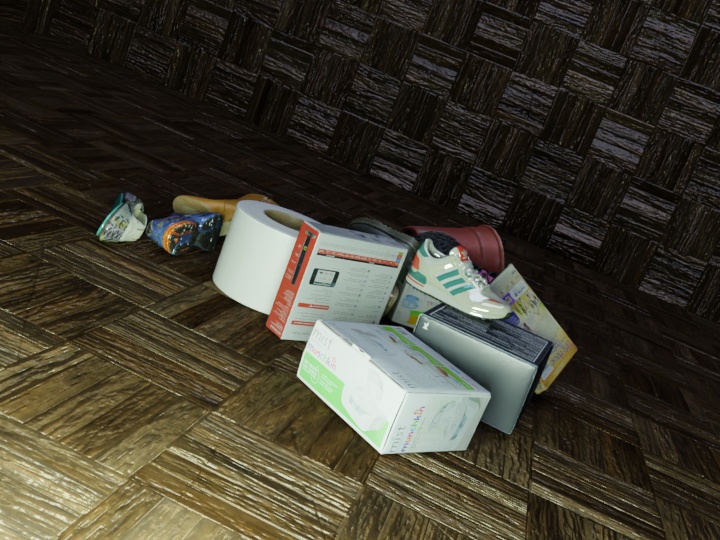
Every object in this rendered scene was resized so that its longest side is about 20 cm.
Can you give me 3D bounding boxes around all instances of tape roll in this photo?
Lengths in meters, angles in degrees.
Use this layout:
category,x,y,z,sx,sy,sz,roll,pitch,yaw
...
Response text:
category,x,y,z,sx,sy,sz,roll,pitch,yaw
tape roll,-0.140,-0.020,1.462,0.200,0.141,0.203,20,13,-5

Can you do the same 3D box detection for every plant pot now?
category,x,y,z,sx,sy,sz,roll,pitch,yaw
plant pot,0.182,-0.014,1.873,0.193,0.203,0.201,7,18,-23

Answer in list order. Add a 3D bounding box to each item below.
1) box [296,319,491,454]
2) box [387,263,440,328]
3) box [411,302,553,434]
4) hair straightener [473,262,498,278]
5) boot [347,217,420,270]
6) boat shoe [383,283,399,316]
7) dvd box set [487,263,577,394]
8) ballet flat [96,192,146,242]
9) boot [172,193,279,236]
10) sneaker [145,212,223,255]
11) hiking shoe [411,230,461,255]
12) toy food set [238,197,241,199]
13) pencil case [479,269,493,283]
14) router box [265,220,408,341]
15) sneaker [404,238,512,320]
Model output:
category,x,y,z,sx,sy,sz,roll,pitch,yaw
box,0.044,0.155,1.164,0.175,0.098,0.199,8,20,-44
box,0.154,0.062,1.663,0.198,0.114,0.101,18,12,-18
box,0.187,0.146,1.366,0.198,0.125,0.198,24,12,17
hair straightener,0.235,0.014,1.685,0.198,0.041,0.077,10,17,-40
boot,-0.001,-0.002,1.580,0.180,0.200,0.073,18,-33,37
boat shoe,0.018,0.029,1.641,0.064,0.072,0.200,34,6,-22
dvd box set,0.291,0.101,1.510,0.201,0.029,0.146,52,45,1
ballet flat,-0.404,-0.087,1.467,0.071,0.073,0.201,19,15,-13
boot,-0.262,-0.121,1.712,0.199,0.071,0.144,24,35,5
sneaker,-0.318,-0.079,1.558,0.078,0.076,0.200,22,11,18
hiking shoe,0.117,-0.028,1.737,0.197,0.077,0.101,6,-27,-3
toy food set,-0.179,-0.086,1.863,0.199,0.061,0.143,23,10,-35
pencil case,0.256,0.099,1.575,0.091,0.094,0.201,-37,89,-33
router box,-0.036,0.026,1.361,0.199,0.181,0.049,10,18,-44
sneaker,0.169,0.012,1.404,0.198,0.094,0.070,26,14,30
